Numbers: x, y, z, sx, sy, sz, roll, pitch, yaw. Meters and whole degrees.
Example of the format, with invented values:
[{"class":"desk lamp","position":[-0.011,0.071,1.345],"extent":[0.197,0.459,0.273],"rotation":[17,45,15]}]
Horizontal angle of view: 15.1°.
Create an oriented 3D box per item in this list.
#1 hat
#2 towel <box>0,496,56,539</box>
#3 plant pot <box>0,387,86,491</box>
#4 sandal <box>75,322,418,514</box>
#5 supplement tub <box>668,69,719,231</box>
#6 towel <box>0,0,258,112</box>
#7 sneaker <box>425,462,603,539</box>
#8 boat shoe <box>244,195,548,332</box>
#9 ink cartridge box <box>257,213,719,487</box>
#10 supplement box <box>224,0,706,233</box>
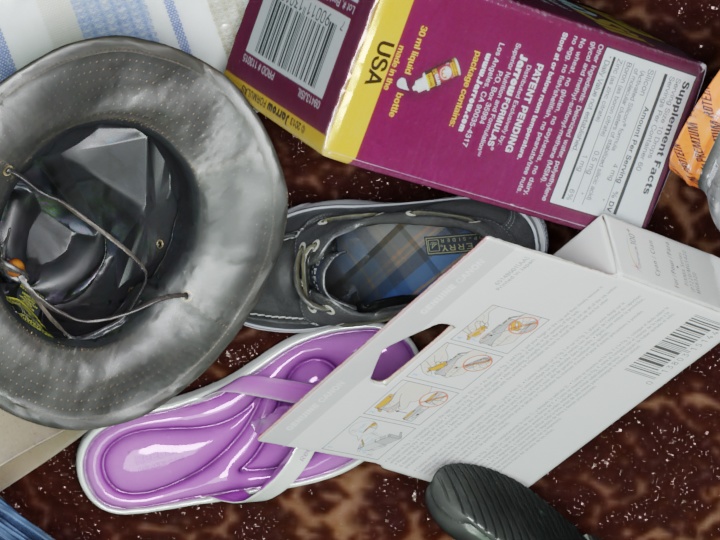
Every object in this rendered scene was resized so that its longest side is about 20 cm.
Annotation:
[{"class":"hat","position":[-0.138,-0.025,1.382],"extent":[0.200,0.081,0.201],"rotation":[-4,105,-16]},{"class":"towel","position":[-0.181,0.194,1.468],"extent":[0.111,0.049,0.200],"rotation":[-34,141,14]},{"class":"plant pot","position":[-0.265,0.041,1.433],"extent":[0.187,0.187,0.200],"rotation":[-32,87,5]},{"class":"sandal","position":[-0.058,0.092,1.500],"extent":[0.202,0.050,0.083],"rotation":[-22,101,3]},{"class":"supplement tub","position":[0.260,-0.034,1.350],"extent":[0.200,0.123,0.123],"rotation":[36,99,12]},{"class":"towel","position":[-0.103,-0.135,1.406],"extent":[0.199,0.024,0.147],"rotation":[-23,117,-5]},{"class":"sneaker","position":[0.092,0.178,1.485],"extent":[0.088,0.074,0.200],"rotation":[-42,125,18]},{"class":"boat shoe","position":[0.000,0.000,1.438],"extent":[0.199,0.066,0.070],"rotation":[-4,98,28]},{"class":"ink cartridge box","position":[0.069,0.041,1.411],"extent":[0.176,0.045,0.200],"rotation":[18,137,-34]},{"class":"supplement box","position":[0.052,-0.099,1.386],"extent":[0.199,0.131,0.104],"rotation":[14,101,-32]}]
